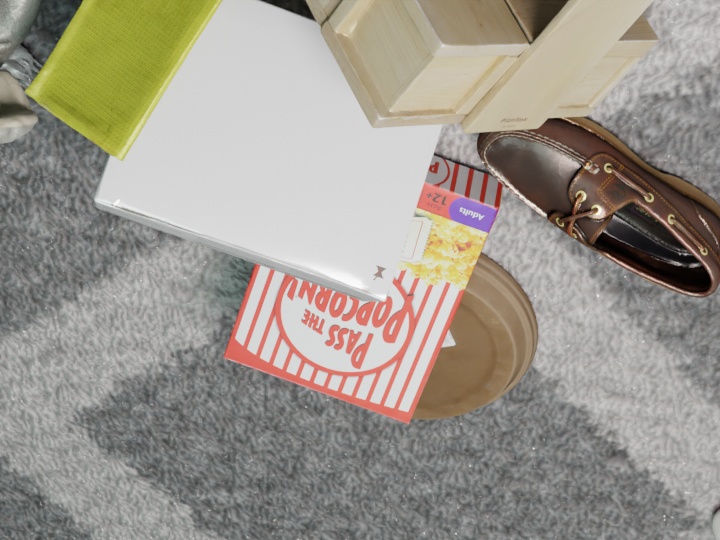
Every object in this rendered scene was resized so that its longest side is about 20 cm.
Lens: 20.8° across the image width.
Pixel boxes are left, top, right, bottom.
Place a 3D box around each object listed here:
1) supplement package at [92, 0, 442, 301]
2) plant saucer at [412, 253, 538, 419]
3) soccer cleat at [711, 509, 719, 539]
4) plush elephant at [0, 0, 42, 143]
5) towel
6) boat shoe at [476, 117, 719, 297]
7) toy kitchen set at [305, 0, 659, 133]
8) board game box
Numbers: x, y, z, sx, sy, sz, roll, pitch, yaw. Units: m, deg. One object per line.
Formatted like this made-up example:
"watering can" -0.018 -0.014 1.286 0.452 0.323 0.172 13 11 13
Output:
"supplement package" -0.058 -0.084 1.288 0.198 0.157 0.111 19 177 -7
"plant saucer" 0.038 0.049 1.518 0.198 0.030 0.201 7 135 7
"soccer cleat" 0.366 0.271 1.608 0.199 0.087 0.070 39 133 -8
"plush elephant" -0.284 -0.152 1.291 0.163 0.156 0.201 -8 132 21
"towel" -0.127 -0.174 1.218 0.086 0.201 0.018 34 -176 24
"boat shoe" 0.169 -0.048 1.358 0.198 0.071 0.071 24 137 -10
"toy kitchen set" 0.085 -0.208 1.213 0.199 0.182 0.163 -6 150 -43
"board game box" 0.000 0.000 1.426 0.150 0.046 0.201 19 122 -2
